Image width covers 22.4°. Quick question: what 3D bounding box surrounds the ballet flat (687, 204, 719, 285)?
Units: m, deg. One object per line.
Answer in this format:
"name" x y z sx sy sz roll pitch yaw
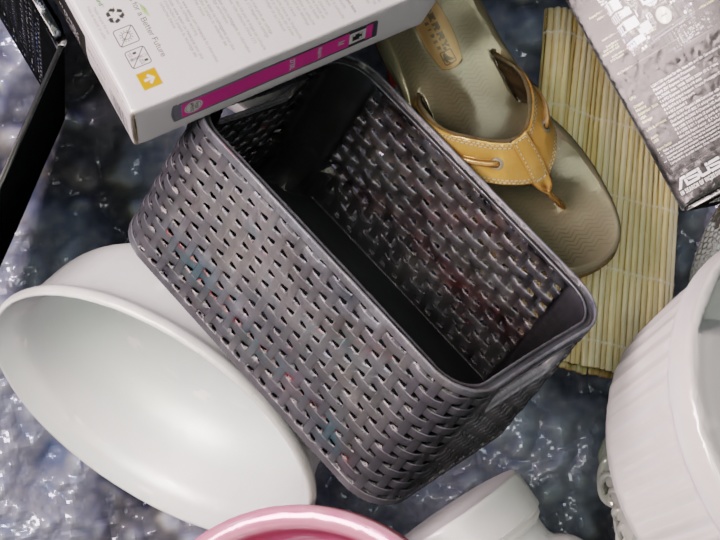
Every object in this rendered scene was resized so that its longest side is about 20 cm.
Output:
"ballet flat" 0.244 -0.040 1.012 0.072 0.072 0.200 32 92 3

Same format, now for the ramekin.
"ramekin" 0.214 0.087 0.917 0.202 0.094 0.203 14 61 -27

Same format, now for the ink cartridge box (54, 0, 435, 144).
"ink cartridge box" -0.039 -0.141 0.869 0.200 0.037 0.095 -26 68 -13

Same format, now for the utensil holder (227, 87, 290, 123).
"utensil holder" -0.063 -0.204 0.980 0.170 0.170 0.200 34 90 3

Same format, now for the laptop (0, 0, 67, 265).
"laptop" -0.213 -0.103 0.974 0.103 0.177 0.200 -31 89 -12

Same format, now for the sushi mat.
"sushi mat" 0.136 -0.041 1.007 0.096 0.012 0.200 12 76 -24

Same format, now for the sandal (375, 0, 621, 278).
"sandal" 0.068 -0.082 0.956 0.080 0.054 0.200 -30 92 -10

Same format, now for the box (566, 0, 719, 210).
"box" 0.220 -0.148 0.941 0.200 0.086 0.164 -31 83 20

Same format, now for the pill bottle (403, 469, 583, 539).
"pill bottle" 0.102 0.217 0.995 0.116 0.116 0.200 -34 88 3

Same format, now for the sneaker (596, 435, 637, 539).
"sneaker" 0.162 0.131 0.986 0.081 0.075 0.200 13 52 12

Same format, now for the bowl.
"bowl" -0.092 0.050 0.991 0.201 0.201 0.090 32 58 3

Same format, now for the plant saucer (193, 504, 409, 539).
"plant saucer" -0.026 0.222 0.943 0.200 0.051 0.201 -2 82 17

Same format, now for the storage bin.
"storage bin" 0.000 0.000 0.906 0.200 0.135 0.094 46 129 15

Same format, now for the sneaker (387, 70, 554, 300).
"sneaker" 0.075 -0.086 1.032 0.082 0.077 0.200 -16 90 -23
